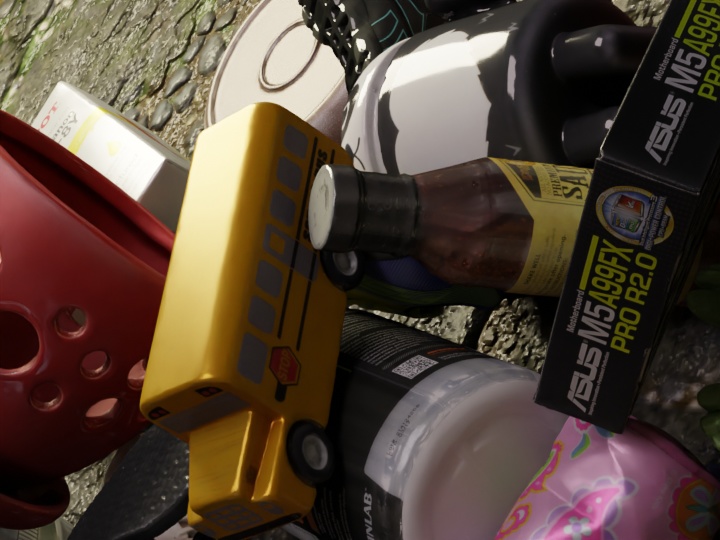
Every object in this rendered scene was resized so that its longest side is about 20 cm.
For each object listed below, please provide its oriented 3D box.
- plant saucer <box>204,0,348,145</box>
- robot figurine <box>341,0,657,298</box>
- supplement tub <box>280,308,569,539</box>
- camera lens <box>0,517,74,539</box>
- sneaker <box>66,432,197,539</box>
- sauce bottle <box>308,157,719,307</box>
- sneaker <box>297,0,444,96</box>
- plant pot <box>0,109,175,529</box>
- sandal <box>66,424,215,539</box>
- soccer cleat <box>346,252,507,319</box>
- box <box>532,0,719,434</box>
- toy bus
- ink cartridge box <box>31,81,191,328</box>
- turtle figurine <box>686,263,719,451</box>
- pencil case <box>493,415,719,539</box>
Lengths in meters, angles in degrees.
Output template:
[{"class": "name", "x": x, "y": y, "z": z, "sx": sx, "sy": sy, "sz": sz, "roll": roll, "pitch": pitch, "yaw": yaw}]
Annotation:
[{"class": "plant saucer", "x": -0.037, "y": -0.134, "z": 1.436, "sx": 0.200, "sy": 0.032, "sz": 0.200, "roll": -30, "pitch": 42, "yaw": 31}, {"class": "robot figurine", "x": 0.079, "y": -0.077, "z": 1.157, "sx": 0.200, "sy": 0.125, "sz": 0.150, "roll": -11, "pitch": 45, "yaw": 46}, {"class": "supplement tub", "x": 0.013, "y": 0.088, "z": 1.099, "sx": 0.200, "sy": 0.122, "sz": 0.123, "roll": 20, "pitch": 77, "yaw": 55}, {"class": "camera lens", "x": -0.285, "y": 0.172, "z": 1.323, "sx": 0.160, "sy": 0.200, "sz": 0.160, "roll": -31, "pitch": 41, "yaw": 31}, {"class": "sneaker", "x": -0.101, "y": 0.145, "z": 1.235, "sx": 0.200, "sy": 0.074, "sz": 0.116, "roll": 12, "pitch": 74, "yaw": 55}, {"class": "sauce bottle", "x": 0.076, "y": -0.021, "z": 1.047, "sx": 0.066, "sy": 0.200, "sz": 0.066, "roll": -175, "pitch": 90, "yaw": -70}, {"class": "sneaker", "x": 0.024, "y": -0.130, "z": 1.314, "sx": 0.075, "sy": 0.079, "sz": 0.200, "roll": 105, "pitch": 150, "yaw": -55}, {"class": "plant pot", "x": -0.198, "y": 0.030, "z": 1.253, "sx": 0.183, "sy": 0.200, "sz": 0.200, "roll": -50, "pitch": 34, "yaw": 8}, {"class": "sandal", "x": -0.103, "y": 0.125, "z": 1.148, "sx": 0.200, "sy": 0.048, "sz": 0.075, "roll": -46, "pitch": 28, "yaw": 50}, {"class": "soccer cleat", "x": 0.000, "y": 0.001, "z": 1.158, "sx": 0.200, "sy": 0.084, "sz": 0.065, "roll": -6, "pitch": 42, "yaw": 55}, {"class": "box", "x": 0.137, "y": -0.054, "z": 0.950, "sx": 0.160, "sy": 0.044, "sz": 0.200, "roll": 99, "pitch": -165, "yaw": -51}, {"class": "toy bus", "x": -0.051, "y": 0.024, "z": 1.052, "sx": 0.065, "sy": 0.078, "sz": 0.200, "roll": -23, "pitch": 46, "yaw": 40}, {"class": "ink cartridge box", "x": -0.172, "y": -0.024, "z": 1.450, "sx": 0.145, "sy": 0.083, "sz": 0.200, "roll": -57, "pitch": 33, "yaw": 2}, {"class": "turtle figurine", "x": 0.190, "y": -0.008, "z": 0.920, "sx": 0.144, "sy": 0.200, "sz": 0.194, "roll": 60, "pitch": 141, "yaw": 16}, {"class": "pencil case", "x": 0.085, "y": 0.155, "z": 0.990, "sx": 0.200, "sy": 0.087, "sz": 0.087, "roll": -58, "pitch": 34, "yaw": -5}]
